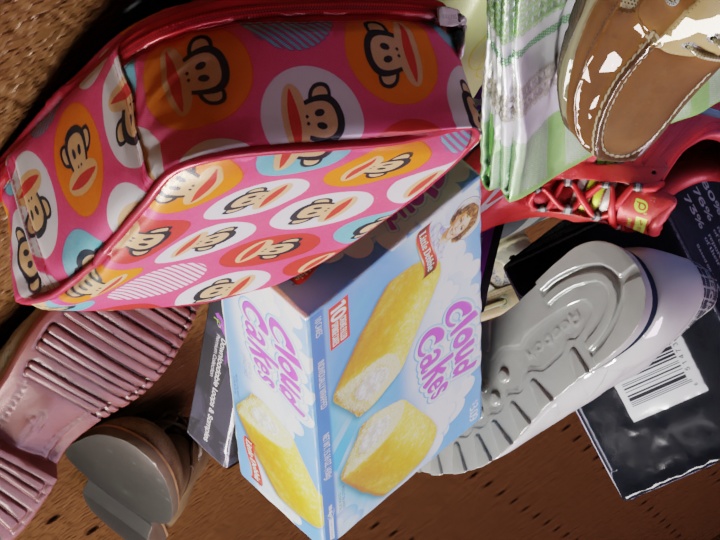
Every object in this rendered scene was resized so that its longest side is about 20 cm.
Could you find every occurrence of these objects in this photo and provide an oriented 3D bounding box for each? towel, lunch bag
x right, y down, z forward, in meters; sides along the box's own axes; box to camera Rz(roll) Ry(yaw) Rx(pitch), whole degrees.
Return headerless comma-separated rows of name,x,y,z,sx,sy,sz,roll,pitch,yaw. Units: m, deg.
towel,0.120,-0.123,1.234,0.148,0.031,0.201,-24,144,-18
lunch bag,-0.042,-0.045,1.169,0.175,0.083,0.200,-5,163,-33

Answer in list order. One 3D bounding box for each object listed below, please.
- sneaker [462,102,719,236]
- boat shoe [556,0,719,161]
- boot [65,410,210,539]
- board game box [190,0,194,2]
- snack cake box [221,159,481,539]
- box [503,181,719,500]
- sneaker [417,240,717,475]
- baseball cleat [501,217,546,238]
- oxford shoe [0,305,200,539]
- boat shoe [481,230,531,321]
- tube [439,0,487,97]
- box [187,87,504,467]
sneaker,0.118,-0.050,1.416,0.199,0.085,0.077,-21,152,-25
boat shoe,0.149,-0.121,1.175,0.075,0.074,0.201,-6,136,-41
boot,-0.121,0.105,1.653,0.076,0.073,0.200,-51,174,-14
board game box,0.017,-0.162,1.139,0.199,0.029,0.135,-34,165,-4
snack cake box,-0.002,0.029,1.367,0.115,0.067,0.201,-38,150,-23
box,0.185,0.016,1.584,0.104,0.149,0.200,-26,-177,28
sneaker,0.096,0.050,1.476,0.199,0.077,0.080,-31,162,38
baseball cleat,0.080,-0.051,1.600,0.199,0.070,0.106,-22,170,-13
oxford shoe,-0.151,0.043,1.385,0.200,0.075,0.070,-47,121,5
boat shoe,0.031,0.045,1.777,0.200,0.063,0.073,-38,166,12
tube,0.049,-0.116,1.327,0.052,0.058,0.200,12,137,-21
box,0.000,0.000,1.448,0.200,0.036,0.144,-31,146,-39
